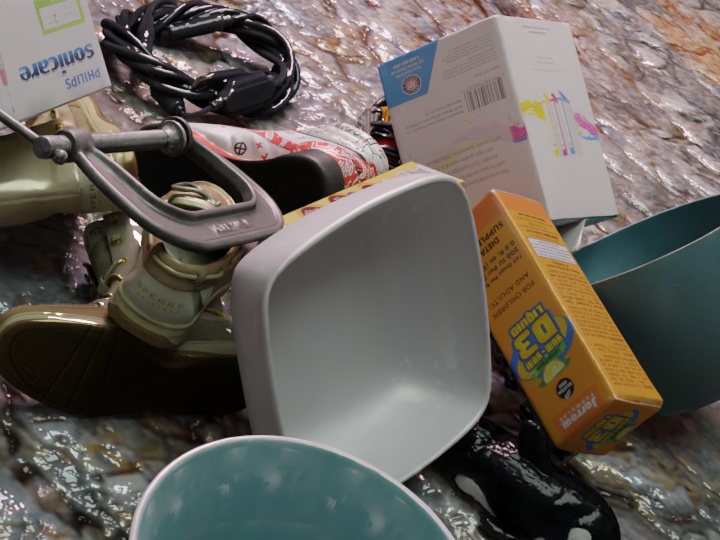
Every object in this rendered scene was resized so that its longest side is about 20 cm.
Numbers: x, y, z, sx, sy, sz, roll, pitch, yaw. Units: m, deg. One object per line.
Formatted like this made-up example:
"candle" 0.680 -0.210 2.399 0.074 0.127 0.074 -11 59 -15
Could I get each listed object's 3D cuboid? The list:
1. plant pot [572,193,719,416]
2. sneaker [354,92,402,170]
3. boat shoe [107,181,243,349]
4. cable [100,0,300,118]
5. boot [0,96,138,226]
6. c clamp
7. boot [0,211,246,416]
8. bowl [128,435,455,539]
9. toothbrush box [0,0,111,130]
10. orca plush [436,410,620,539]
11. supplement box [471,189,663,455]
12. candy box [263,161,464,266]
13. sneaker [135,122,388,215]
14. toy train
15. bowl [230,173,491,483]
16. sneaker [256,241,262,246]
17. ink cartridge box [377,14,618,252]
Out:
"plant pot" 0.249 0.038 1.318 0.200 0.200 0.135 -34 102 -56
"sneaker" 0.013 -0.103 1.421 0.078 0.082 0.200 24 31 -5
"boat shoe" -0.112 -0.019 1.087 0.073 0.063 0.201 32 24 -2
"cable" -0.143 -0.194 1.484 0.163 0.051 0.200 32 33 19
"boot" -0.258 -0.075 1.175 0.155 0.073 0.200 -12 23 -22
"c clamp" -0.137 -0.071 1.061 0.171 0.027 0.200 41 20 20
"boot" -0.170 0.022 1.103 0.199 0.072 0.155 9 35 -36
"bowl" -0.044 0.198 0.890 0.200 0.105 0.201 17 36 -13
"toothbrush box" -0.298 -0.133 1.119 0.199 0.086 0.146 -5 16 31
"orca plush" 0.111 0.125 1.161 0.105 0.071 0.200 -9 46 -45
"supplement box" 0.139 0.037 1.211 0.069 0.067 0.200 11 42 -49
"candy box" 0.000 0.000 1.213 0.056 0.117 0.200 20 25 26
"sneaker" -0.076 -0.084 1.292 0.201 0.068 0.108 10 19 33
"toy train" 0.131 0.082 1.276 0.046 0.034 0.200 49 12 -38
"bowl" -0.005 0.043 1.084 0.200 0.201 0.074 -28 31 -37
"sneaker" -0.055 -0.010 1.263 0.087 0.075 0.200 17 20 28
"ink cartridge box" 0.120 -0.097 1.381 0.125 0.128 0.201 -7 81 -53
